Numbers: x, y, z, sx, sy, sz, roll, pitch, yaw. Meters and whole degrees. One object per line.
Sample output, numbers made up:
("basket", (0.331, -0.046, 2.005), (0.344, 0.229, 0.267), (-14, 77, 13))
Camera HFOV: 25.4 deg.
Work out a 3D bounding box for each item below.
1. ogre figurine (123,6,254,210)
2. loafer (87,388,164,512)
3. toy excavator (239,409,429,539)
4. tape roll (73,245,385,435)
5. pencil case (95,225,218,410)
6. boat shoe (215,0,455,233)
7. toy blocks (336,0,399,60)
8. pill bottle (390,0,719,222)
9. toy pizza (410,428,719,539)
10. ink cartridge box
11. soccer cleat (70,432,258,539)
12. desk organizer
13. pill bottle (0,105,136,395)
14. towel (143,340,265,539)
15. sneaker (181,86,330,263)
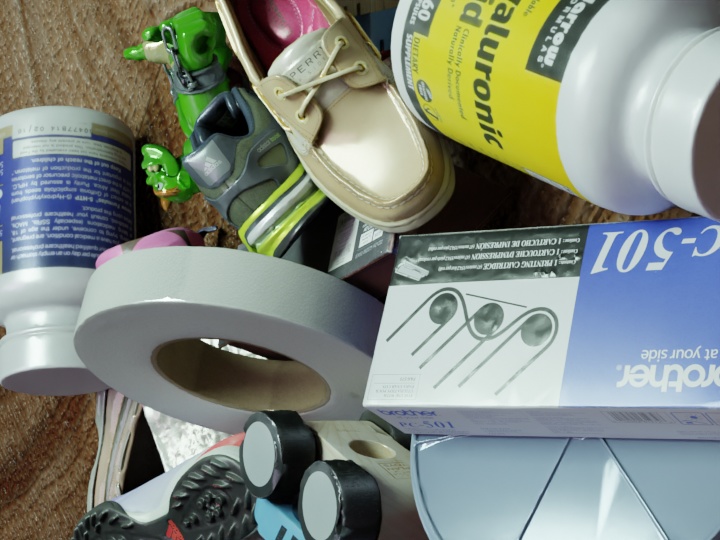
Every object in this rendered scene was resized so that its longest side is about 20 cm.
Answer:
("ogre figurine", (-0.102, -0.106, 1.065), (0.200, 0.098, 0.120), (-9, 98, 64))
("loafer", (-0.168, 0.159, 1.238), (0.063, 0.072, 0.201), (2, 94, 48))
("toy excavator", (0.007, 0.194, 0.855), (0.194, 0.100, 0.201), (32, 116, 53))
("tape roll", (-0.065, 0.048, 0.932), (0.203, 0.202, 0.037), (-30, 43, 53))
("pencil case", (-0.115, 0.068, 1.131), (0.091, 0.094, 0.201), (-23, 71, 8))
("boat shoe", (-0.024, -0.102, 0.849), (0.074, 0.069, 0.200), (-41, 59, 4))
("toy blocks", (-0.035, -0.183, 0.980), (0.200, 0.100, 0.137), (33, 134, 48))
("pill bottle", (0.112, -0.091, 0.748), (0.200, 0.111, 0.112), (30, 119, 49))
("toy pizza", (0.114, 0.073, 0.772), (0.200, 0.032, 0.201), (-18, 54, 28))
("ink cartridge box", (0.101, 0.028, 0.755), (0.199, 0.044, 0.094), (-3, 64, 35))
("soccer cleat", (-0.105, 0.150, 0.992), (0.200, 0.073, 0.068), (-33, 88, 41))
("desk organizer", (0.000, 0.000, 0.937), (0.200, 0.077, 0.072), (-29, 45, 54))
("pill bottle", (-0.229, -0.012, 1.219), (0.120, 0.119, 0.201), (-29, 59, 53))
("towel", (-0.068, 0.098, 1.043), (0.132, 0.034, 0.201), (-24, 71, 9))
("sneaker", (-0.053, -0.079, 0.937), (0.074, 0.081, 0.200), (-43, 14, 17))
